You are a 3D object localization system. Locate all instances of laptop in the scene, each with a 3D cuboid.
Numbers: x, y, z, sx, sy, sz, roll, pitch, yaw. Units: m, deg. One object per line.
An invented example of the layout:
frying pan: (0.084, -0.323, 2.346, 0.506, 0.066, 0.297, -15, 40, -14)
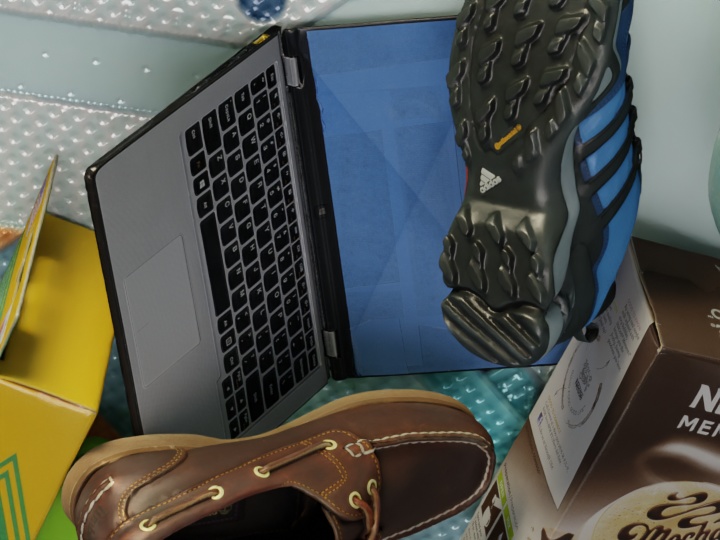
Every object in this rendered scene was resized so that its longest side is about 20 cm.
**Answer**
laptop: (0.000, 0.000, 1.239, 0.115, 0.200, 0.188, 18, 132, 33)

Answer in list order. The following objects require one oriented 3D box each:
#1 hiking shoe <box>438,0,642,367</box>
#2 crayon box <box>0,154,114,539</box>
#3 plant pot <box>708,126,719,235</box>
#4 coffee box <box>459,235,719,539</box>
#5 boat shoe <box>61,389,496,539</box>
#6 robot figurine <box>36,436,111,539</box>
hiking shoe: (0.082, -0.062, 1.207, 0.074, 0.087, 0.201, 21, 111, 30)
crayon box: (-0.155, 0.066, 1.284, 0.051, 0.126, 0.201, 20, 124, -11)
plant pot: (0.221, -0.035, 1.169, 0.134, 0.200, 0.201, 27, 131, 28)
coffee box: (0.135, 0.093, 1.301, 0.112, 0.080, 0.201, 13, 126, -18)
boat shoe: (-0.026, 0.102, 1.238, 0.199, 0.070, 0.071, -11, 119, -24)
robot figurine: (-0.058, 0.157, 1.316, 0.199, 0.176, 0.116, 27, 114, 1)
